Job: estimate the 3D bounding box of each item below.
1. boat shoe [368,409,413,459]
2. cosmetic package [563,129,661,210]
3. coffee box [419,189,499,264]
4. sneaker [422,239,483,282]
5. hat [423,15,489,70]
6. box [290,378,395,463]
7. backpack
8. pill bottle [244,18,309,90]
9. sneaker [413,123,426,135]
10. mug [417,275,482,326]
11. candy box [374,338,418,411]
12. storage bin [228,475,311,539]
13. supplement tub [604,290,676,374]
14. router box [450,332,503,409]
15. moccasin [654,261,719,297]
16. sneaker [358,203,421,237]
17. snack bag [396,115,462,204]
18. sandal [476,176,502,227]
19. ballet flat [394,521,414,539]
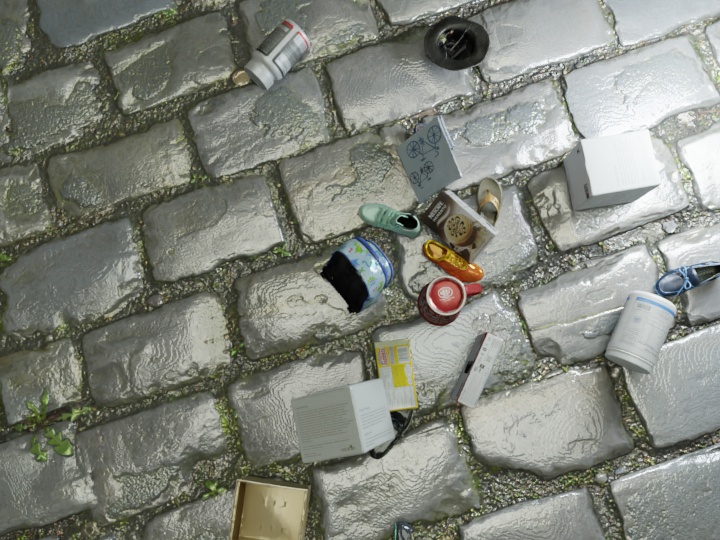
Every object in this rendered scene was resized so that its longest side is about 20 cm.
[{"bbox_3d":[0.088,0.444,1.689,0.074,0.066,0.200,38,85,9],"label":"boat shoe"},{"bbox_3d":[0.716,-0.284,1.722,0.198,0.165,0.167,-8,80,1],"label":"cosmetic package"},{"bbox_3d":[0.287,-0.130,1.741,0.200,0.080,0.113,41,112,9],"label":"coffee box"},{"bbox_3d":[0.267,-0.023,1.748,0.199,0.077,0.074,26,82,5],"label":"sneaker"},{"bbox_3d":[0.294,-0.679,1.847,0.198,0.081,0.203,-2,73,6],"label":"hat"},{"bbox_3d":[-0.045,0.399,1.607,0.198,0.199,0.173,-17,80,25],"label":"box"},{"bbox_3d":[0.000,0.000,1.694,0.146,0.200,0.183,-35,79,-23],"label":"backpack"},{"bbox_3d":[-0.260,-0.664,1.851,0.114,0.114,0.200,40,85,8],"label":"pill bottle"},{"bbox_3d":[0.231,-0.366,1.800,0.075,0.078,0.201,-37,82,-4],"label":"sneaker"},{"bbox_3d":[0.243,0.065,1.673,0.133,0.200,0.178,44,86,9],"label":"mug"},{"bbox_3d":[0.101,0.299,1.710,0.101,0.026,0.202,-8,68,3],"label":"candy box"},{"bbox_3d":[-0.250,0.685,1.655,0.198,0.094,0.201,7,81,3],"label":"storage bin"},{"bbox_3d":[0.778,0.171,1.667,0.131,0.132,0.201,25,84,6],"label":"supplement tub"},{"bbox_3d":[0.317,0.275,1.648,0.048,0.180,0.201,25,83,6],"label":"router box"},{"bbox_3d":[0.944,0.013,1.715,0.198,0.068,0.081,-24,81,-1],"label":"moccasin"},{"bbox_3d":[0.086,-0.160,1.756,0.199,0.118,0.074,20,84,7],"label":"sneaker"},{"bbox_3d":[0.206,-0.322,1.766,0.021,0.188,0.202,-12,76,-45],"label":"snack bag"},{"bbox_3d":[0.377,-0.181,1.777,0.079,0.054,0.202,12,83,6],"label":"sandal"},{"bbox_3d":[0.115,0.794,1.635,0.072,0.073,0.202,7,80,4],"label":"ballet flat"}]
